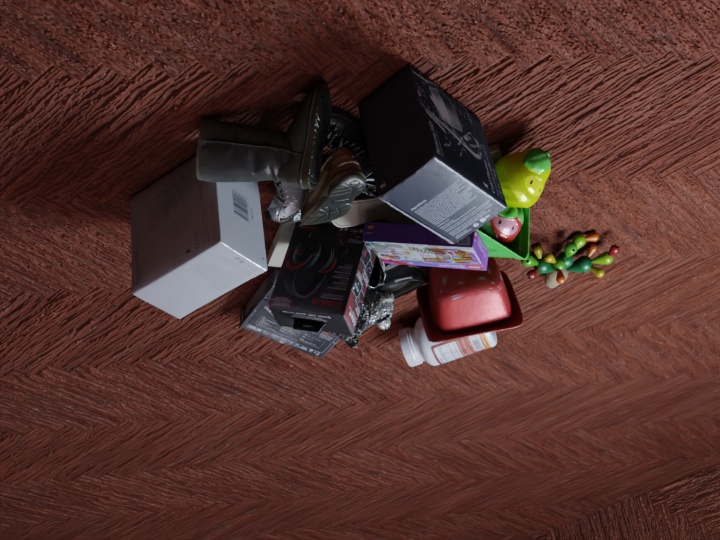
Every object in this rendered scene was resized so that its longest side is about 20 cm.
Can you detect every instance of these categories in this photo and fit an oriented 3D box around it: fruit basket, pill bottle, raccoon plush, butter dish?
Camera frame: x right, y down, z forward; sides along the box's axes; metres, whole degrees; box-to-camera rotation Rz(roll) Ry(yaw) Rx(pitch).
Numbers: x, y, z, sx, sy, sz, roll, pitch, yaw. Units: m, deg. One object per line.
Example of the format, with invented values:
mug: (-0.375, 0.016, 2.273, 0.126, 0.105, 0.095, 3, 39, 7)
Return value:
fruit basket: (0.249, -0.123, 1.687, 0.212, 0.158, 0.216, 5, 157, 2)
pill bottle: (0.189, 0.140, 2.105, 0.197, 0.114, 0.112, -19, 145, 14)
raccoon plush: (-0.023, 0.055, 1.875, 0.134, 0.097, 0.200, -48, 114, -2)
butter dish: (0.209, 0.025, 1.915, 0.196, 0.201, 0.150, -10, 123, 1)

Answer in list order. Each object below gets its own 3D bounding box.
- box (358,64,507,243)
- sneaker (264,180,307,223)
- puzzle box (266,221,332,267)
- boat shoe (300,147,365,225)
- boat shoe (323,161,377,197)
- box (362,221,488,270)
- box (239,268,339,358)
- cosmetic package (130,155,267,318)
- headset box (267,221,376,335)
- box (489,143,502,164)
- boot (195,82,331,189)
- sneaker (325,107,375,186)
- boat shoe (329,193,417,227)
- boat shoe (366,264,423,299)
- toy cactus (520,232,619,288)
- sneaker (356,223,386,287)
box: (0.114, -0.183, 1.542, 0.123, 0.202, 0.195, -35, 139, 30)
sneaker: (-0.135, -0.136, 1.632, 0.115, 0.075, 0.199, -43, 137, 14)
puzzle box: (-0.089, -0.070, 1.806, 0.131, 0.026, 0.201, 5, 143, -22)
boat shoe: (-0.048, -0.136, 1.573, 0.075, 0.075, 0.200, -7, 163, -28)
boat shoe: (0.030, -0.157, 1.662, 0.196, 0.057, 0.069, 6, 142, -3)
box: (0.116, -0.043, 1.692, 0.197, 0.040, 0.137, 4, 165, 19)
box: (-0.127, 0.091, 1.974, 0.198, 0.049, 0.159, 22, 134, -21)
cosmetic package: (-0.275, -0.062, 1.612, 0.198, 0.202, 0.122, -29, 142, 25)
headset box: (-0.067, 0.021, 1.707, 0.146, 0.203, 0.075, 7, 151, 20)
box: (0.165, -0.149, 1.762, 0.197, 0.022, 0.164, -13, 145, 4)
boot: (-0.154, -0.217, 1.521, 0.197, 0.185, 0.073, 10, 171, 19)
sneaker: (-0.002, -0.192, 1.582, 0.198, 0.106, 0.060, 16, 138, -33)
boat shoe: (0.033, -0.114, 1.723, 0.196, 0.057, 0.068, -4, 110, -16)
boat shoe: (0.042, 0.039, 1.965, 0.199, 0.061, 0.075, -32, 142, 30)
toy cactus: (0.423, -0.005, 1.990, 0.197, 0.104, 0.166, -12, 157, -12)
sneaker: (0.000, 0.000, 1.849, 0.074, 0.117, 0.202, -3, 145, -11)
